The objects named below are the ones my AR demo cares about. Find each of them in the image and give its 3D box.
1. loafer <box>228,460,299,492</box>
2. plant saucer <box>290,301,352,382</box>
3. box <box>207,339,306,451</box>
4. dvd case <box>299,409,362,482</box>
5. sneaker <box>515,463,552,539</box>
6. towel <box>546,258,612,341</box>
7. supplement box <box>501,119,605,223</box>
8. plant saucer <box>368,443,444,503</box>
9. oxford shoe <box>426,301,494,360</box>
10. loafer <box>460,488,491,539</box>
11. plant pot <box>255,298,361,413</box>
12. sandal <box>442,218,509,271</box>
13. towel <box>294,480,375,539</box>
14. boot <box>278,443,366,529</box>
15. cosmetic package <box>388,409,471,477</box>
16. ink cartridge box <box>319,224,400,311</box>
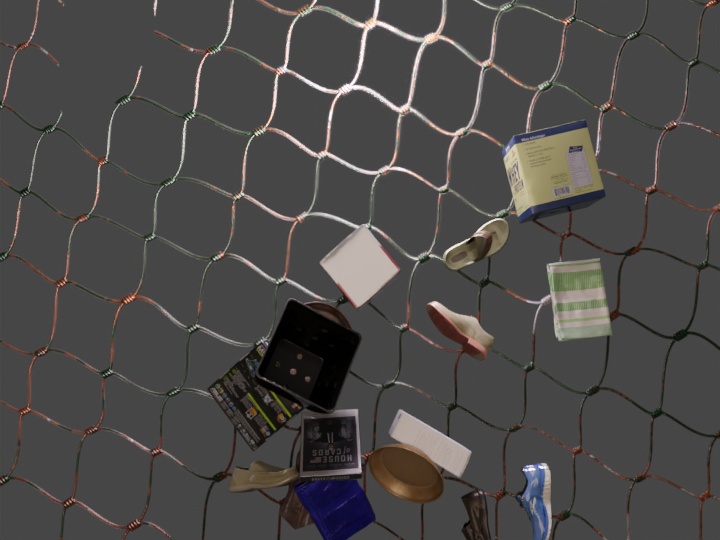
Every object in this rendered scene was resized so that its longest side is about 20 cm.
[{"bbox_3d":[-0.240,0.501,1.645,0.196,0.076,0.070,-14,73,16],"label":"loafer"},{"bbox_3d":[-0.114,0.184,1.721,0.195,0.035,0.205,0,83,0],"label":"plant saucer"},{"bbox_3d":[-0.254,0.313,1.685,0.192,0.048,0.201,-40,85,3],"label":"box"},{"bbox_3d":[-0.073,0.422,1.629,0.147,0.202,0.025,-3,124,-1],"label":"dvd case"},{"bbox_3d":[0.429,0.586,1.668,0.087,0.079,0.205,0,75,6],"label":"sneaker"},{"bbox_3d":[0.570,0.075,1.748,0.149,0.023,0.205,-6,83,-2],"label":"towel"},{"bbox_3d":[0.494,-0.252,1.728,0.196,0.134,0.204,-13,84,-2],"label":"supplement box"},{"bbox_3d":[0.115,0.488,1.637,0.198,0.202,0.036,31,43,3],"label":"plant saucer"},{"bbox_3d":[0.256,0.142,1.723,0.199,0.071,0.074,42,64,1],"label":"oxford shoe"},{"bbox_3d":[0.285,0.648,1.660,0.070,0.073,0.205,-6,75,4],"label":"loafer"},{"bbox_3d":[-0.140,0.222,1.586,0.197,0.178,0.203,27,61,-8],"label":"plant pot"},{"bbox_3d":[0.307,-0.062,1.743,0.199,0.057,0.081,-33,85,-4],"label":"sandal"},{"bbox_3d":[-0.057,0.568,1.627,0.146,0.050,0.203,-28,112,-7],"label":"towel"},{"bbox_3d":[-0.094,0.551,1.667,0.182,0.064,0.204,16,85,3],"label":"boot"},{"bbox_3d":[0.170,0.427,1.663,0.197,0.102,0.075,28,82,4],"label":"cosmetic package"},{"bbox_3d":[0.000,0.000,1.662,0.144,0.200,0.146,-41,85,-2],"label":"ink cartridge box"}]
